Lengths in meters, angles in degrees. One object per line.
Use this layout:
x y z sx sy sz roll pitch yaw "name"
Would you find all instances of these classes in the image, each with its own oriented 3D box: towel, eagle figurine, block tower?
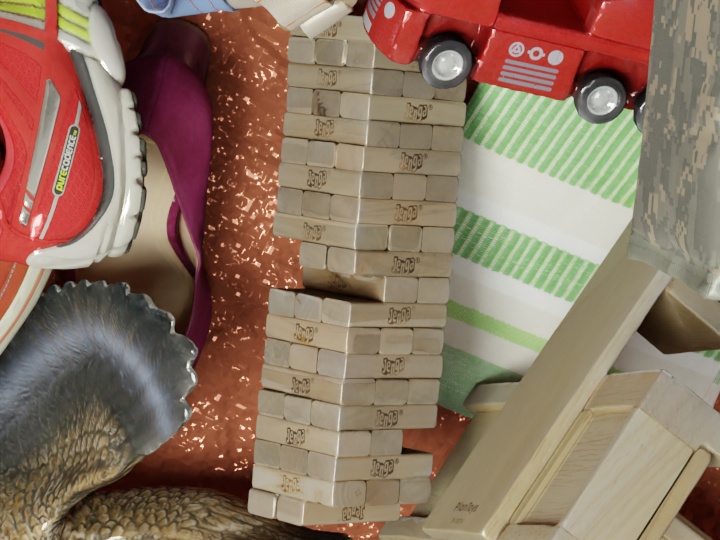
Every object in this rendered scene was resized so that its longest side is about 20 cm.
0.101 -0.013 1.165 0.152 0.023 0.201 22 120 -3 "towel"
-0.122 0.102 1.187 0.199 0.152 0.151 -34 76 9 "eagle figurine"
0.000 0.000 1.116 0.054 0.058 0.201 8 96 48 "block tower"

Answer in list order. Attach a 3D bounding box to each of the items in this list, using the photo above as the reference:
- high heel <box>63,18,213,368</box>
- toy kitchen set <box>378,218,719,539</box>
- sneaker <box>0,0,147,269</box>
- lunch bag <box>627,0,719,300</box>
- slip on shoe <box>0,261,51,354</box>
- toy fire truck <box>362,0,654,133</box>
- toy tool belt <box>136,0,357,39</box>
-0.097 0.001 1.157 0.067 0.096 0.201 7 119 4 "high heel"
0.144 0.089 1.117 0.180 0.200 0.164 37 77 -12 "toy kitchen set"
-0.141 -0.094 1.068 0.084 0.201 0.077 -8 157 -26 "sneaker"
0.207 -0.072 0.986 0.199 0.118 0.165 3 99 -11 "lunch bag"
-0.183 0.014 1.133 0.074 0.200 0.061 10 149 45 "slip on shoe"
0.113 -0.125 1.051 0.199 0.049 0.142 12 117 -19 "toy fire truck"
-0.055 -0.140 1.020 0.122 0.200 0.126 -9 108 10 "toy tool belt"
